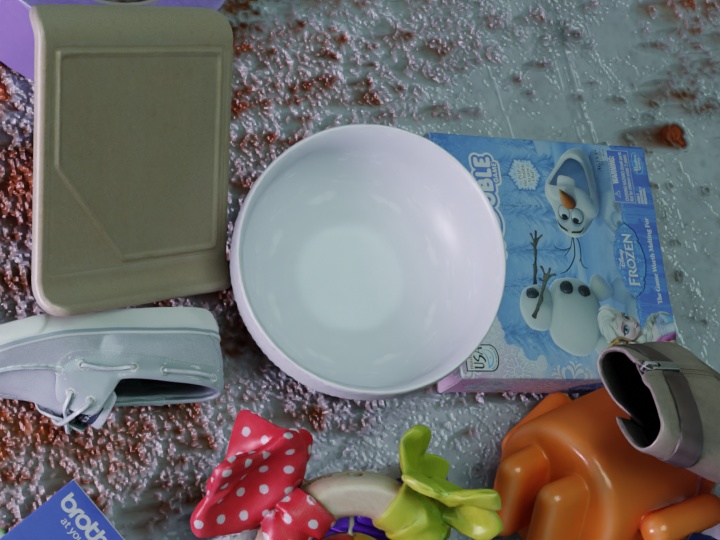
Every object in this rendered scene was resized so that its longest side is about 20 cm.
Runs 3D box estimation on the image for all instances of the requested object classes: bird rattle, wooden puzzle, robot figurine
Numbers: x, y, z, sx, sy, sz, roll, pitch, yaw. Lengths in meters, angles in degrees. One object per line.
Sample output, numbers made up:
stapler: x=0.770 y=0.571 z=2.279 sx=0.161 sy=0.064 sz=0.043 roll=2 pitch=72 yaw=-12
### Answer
bird rattle: x=-0.010 y=0.177 z=1.161 sx=0.200 sy=0.113 sz=0.163 roll=0 pitch=96 yaw=-22
wooden puzzle: x=-0.156 y=-0.078 z=1.222 sx=0.185 sy=0.037 sz=0.200 roll=-10 pitch=101 yaw=-53
robot figurine: x=0.181 y=0.144 z=1.324 sx=0.200 sy=0.144 sz=0.117 roll=-18 pitch=91 yaw=-38

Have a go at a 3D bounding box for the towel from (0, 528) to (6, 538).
towel: x=-0.244 y=0.275 z=1.119 sx=0.149 sy=0.031 sz=0.200 roll=47 pitch=58 yaw=-3

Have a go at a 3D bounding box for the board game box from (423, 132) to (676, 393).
board game box: x=0.144 y=-0.004 z=1.411 sx=0.199 sy=0.043 sz=0.200 roll=1 pitch=70 yaw=-24

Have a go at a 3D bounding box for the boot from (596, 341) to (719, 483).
boot: x=0.246 y=0.123 z=1.229 sx=0.146 sy=0.070 sz=0.200 roll=16 pitch=25 yaw=-37

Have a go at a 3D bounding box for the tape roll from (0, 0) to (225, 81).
tape roll: x=-0.194 y=-0.234 z=1.313 sx=0.200 sy=0.085 sz=0.200 roll=9 pitch=66 yaw=-22

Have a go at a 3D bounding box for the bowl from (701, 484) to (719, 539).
bowl: x=0.310 y=0.208 z=1.357 sx=0.090 sy=0.201 sz=0.201 roll=9 pitch=57 yaw=26

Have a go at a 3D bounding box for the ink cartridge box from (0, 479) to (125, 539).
ink cartridge box: x=-0.156 y=0.240 z=1.142 sx=0.200 sy=0.044 sz=0.094 roll=50 pitch=51 yaw=1

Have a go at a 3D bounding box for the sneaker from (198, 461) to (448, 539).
sneaker: x=-0.019 y=0.200 z=1.243 sx=0.200 sy=0.070 sz=0.100 roll=-20 pitch=87 yaw=-27

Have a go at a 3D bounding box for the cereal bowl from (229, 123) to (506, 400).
cereal bowl: x=0.000 y=0.000 z=1.306 sx=0.200 sy=0.083 sz=0.200 roll=4 pitch=75 yaw=-13

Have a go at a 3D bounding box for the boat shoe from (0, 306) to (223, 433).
boat shoe: x=-0.180 y=0.069 z=1.207 sx=0.201 sy=0.070 sz=0.072 roll=-5 pitch=67 yaw=-31

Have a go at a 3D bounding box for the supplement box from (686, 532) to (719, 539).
supplement box: x=0.253 y=0.298 z=1.232 sx=0.110 sy=0.109 sz=0.200 roll=-31 pitch=128 yaw=-60
